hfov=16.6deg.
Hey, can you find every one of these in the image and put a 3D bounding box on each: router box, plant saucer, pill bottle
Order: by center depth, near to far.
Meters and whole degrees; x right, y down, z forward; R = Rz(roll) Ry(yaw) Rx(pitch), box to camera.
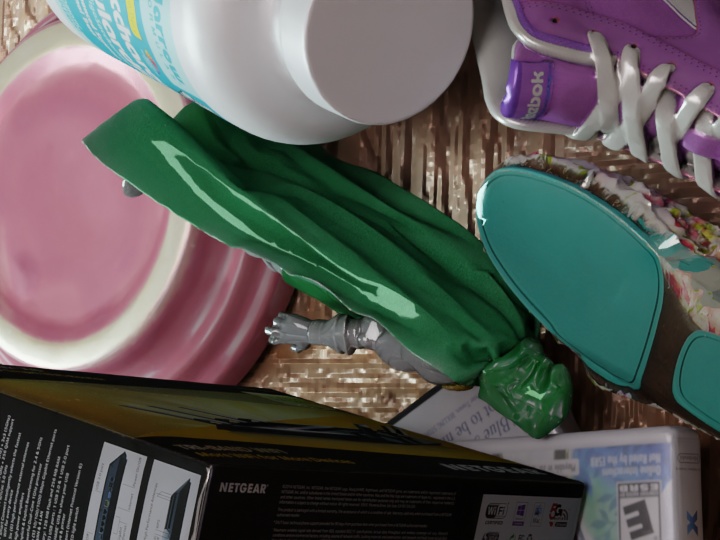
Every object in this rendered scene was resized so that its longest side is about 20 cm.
[{"bbox_3d":[-0.043,0.076,0.849,0.157,0.199,0.053,14,93,39],"label":"router box"},{"bbox_3d":[-0.039,-0.113,0.922,0.200,0.110,0.111,31,105,55],"label":"pill bottle"},{"bbox_3d":[-0.110,-0.031,1.063,0.200,0.051,0.202,-5,83,38],"label":"plant saucer"}]

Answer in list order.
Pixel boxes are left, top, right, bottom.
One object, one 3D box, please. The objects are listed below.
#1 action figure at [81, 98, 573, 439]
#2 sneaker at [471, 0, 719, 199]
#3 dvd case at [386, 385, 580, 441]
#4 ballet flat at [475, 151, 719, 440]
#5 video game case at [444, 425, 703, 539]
[{"bbox_3d":[0.000,0.000,0.926,0.200,0.118,0.055,35,125,28],"label":"action figure"},{"bbox_3d":[0.110,-0.048,0.836,0.201,0.114,0.073,47,141,37],"label":"sneaker"},{"bbox_3d":[0.051,0.144,0.932,0.142,0.017,0.201,-38,63,29],"label":"dvd case"},{"bbox_3d":[0.124,0.019,0.857,0.200,0.064,0.076,38,124,36],"label":"ballet flat"},{"bbox_3d":[0.040,0.155,0.914,0.199,0.022,0.184,-7,80,38],"label":"video game case"}]
